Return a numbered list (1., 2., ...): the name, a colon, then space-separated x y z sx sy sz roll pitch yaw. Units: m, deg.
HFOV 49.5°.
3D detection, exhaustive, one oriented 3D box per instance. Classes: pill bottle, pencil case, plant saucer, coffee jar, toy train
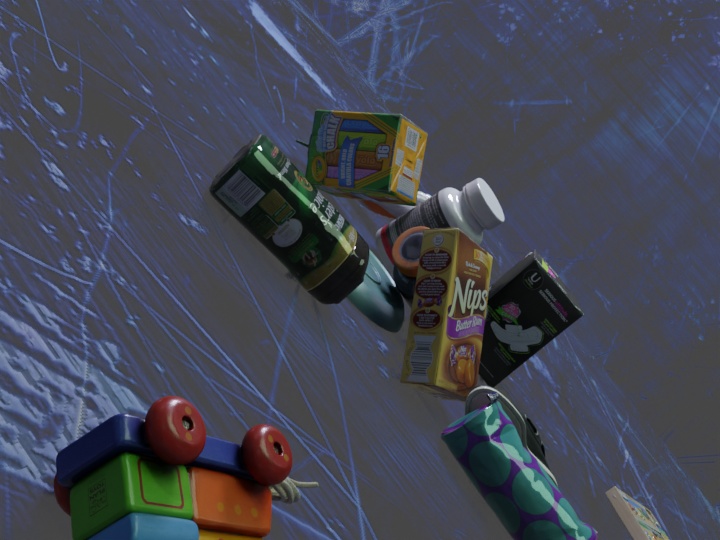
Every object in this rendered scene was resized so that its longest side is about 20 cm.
1. pill bottle: 0.113 0.020 1.154 0.200 0.106 0.107 54 6 -48
2. pill bottle: 0.131 -0.066 1.285 0.111 0.199 0.111 44 28 -30
3. pencil case: 0.184 0.247 0.910 0.092 0.085 0.201 -20 68 -44
4. plant saucer: 0.000 0.000 1.105 0.200 0.027 0.200 46 14 -15
5. coffee jar: -0.075 -0.056 0.899 0.200 0.085 0.104 46 15 -16
6. toy train: -0.066 0.153 0.424 0.200 0.084 0.117 33 32 -49

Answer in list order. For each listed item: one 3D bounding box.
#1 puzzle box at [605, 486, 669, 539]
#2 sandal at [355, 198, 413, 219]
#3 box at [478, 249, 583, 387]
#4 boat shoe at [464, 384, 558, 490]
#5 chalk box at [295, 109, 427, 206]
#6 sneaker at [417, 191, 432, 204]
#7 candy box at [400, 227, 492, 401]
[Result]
1. puzzle box: 0.549 0.499 1.495 0.200 0.025 0.134 36 20 -43
2. sandal: 0.067 -0.131 1.414 0.205 0.060 0.079 24 -14 30
3. box: 0.265 0.079 1.350 0.125 0.200 0.149 49 15 1
4. boat shoe: 0.196 0.218 1.029 0.200 0.074 0.066 50 18 -18
5. chalk box: -0.010 -0.184 1.270 0.198 0.125 0.125 8 -2 26
6. sneaker: 0.172 -0.083 1.730 0.200 0.078 0.140 41 16 -30
7. candy box: 0.115 0.059 1.009 0.116 0.056 0.202 29 65 -53
